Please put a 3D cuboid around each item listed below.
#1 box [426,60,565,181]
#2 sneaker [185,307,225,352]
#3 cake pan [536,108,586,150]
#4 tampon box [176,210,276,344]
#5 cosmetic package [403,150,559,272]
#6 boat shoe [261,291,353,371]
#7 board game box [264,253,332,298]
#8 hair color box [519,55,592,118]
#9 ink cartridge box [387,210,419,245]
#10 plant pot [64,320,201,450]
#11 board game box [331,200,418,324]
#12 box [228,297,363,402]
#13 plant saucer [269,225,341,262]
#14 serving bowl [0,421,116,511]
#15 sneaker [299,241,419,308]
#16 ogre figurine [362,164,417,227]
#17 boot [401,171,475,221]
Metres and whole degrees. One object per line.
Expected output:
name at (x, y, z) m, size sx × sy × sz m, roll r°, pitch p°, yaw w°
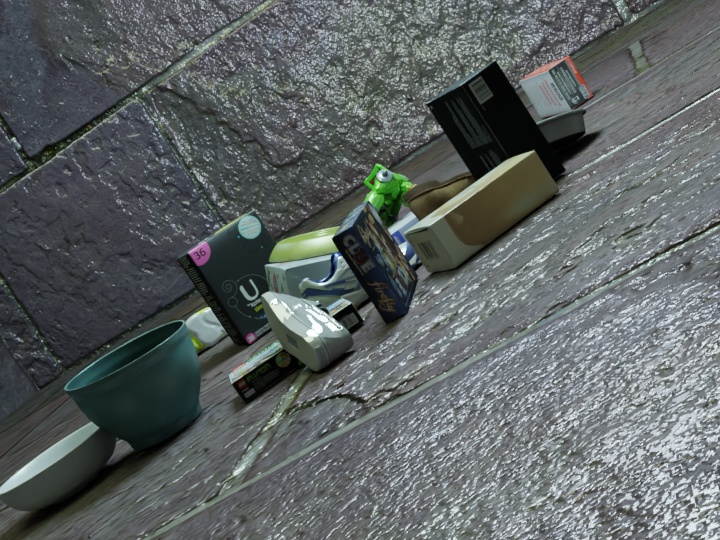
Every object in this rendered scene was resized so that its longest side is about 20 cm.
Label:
box at (0.206, -0.207, 1.799) m, size 0.079 × 0.200 × 0.141 m, roll -37°, pitch 9°, yaw -20°
sneaker at (-0.357, 0.142, 2.426) m, size 0.200 × 0.076 × 0.105 m, roll -36°, pitch 7°, yaw -13°
cake pan at (0.290, -0.212, 1.953) m, size 0.200 × 0.037 × 0.200 m, roll -23°, pitch -4°, yaw -2°
tampon box at (-0.215, 0.015, 2.153) m, size 0.150 × 0.200 × 0.126 m, roll -36°, pitch 8°, yaw -18°
cosmetic package at (0.170, -0.083, 1.651) m, size 0.200 × 0.071 × 0.105 m, roll -36°, pitch 7°, yaw -20°
boat shoe at (-0.072, 0.069, 1.561) m, size 0.068 × 0.072 × 0.200 m, roll -24°, pitch 21°, yaw -19°
board game box at (-0.068, 0.008, 1.931) m, size 0.147 × 0.064 × 0.200 m, roll -12°, pitch 5°, yaw -13°
hair color box at (0.416, -0.390, 2.503) m, size 0.061 × 0.102 × 0.200 m, roll -34°, pitch 8°, yaw -6°
ink cartridge box at (0.072, -0.065, 2.083) m, size 0.200 × 0.042 × 0.119 m, roll -34°, pitch 5°, yaw -33°
plant pot at (-0.318, 0.181, 1.741) m, size 0.200 × 0.134 × 0.200 m, roll -27°, pitch 11°, yaw 6°
board game box at (0.023, -0.016, 1.597) m, size 0.035 × 0.136 × 0.200 m, roll -31°, pitch 8°, yaw 13°
box at (-0.094, 0.111, 1.656) m, size 0.200 × 0.035 × 0.110 m, roll -34°, pitch 7°, yaw -7°
plant saucer at (-0.064, -0.051, 2.026) m, size 0.200 × 0.031 × 0.200 m, roll -13°, pitch 7°, yaw 1°
serving bowl at (-0.452, 0.306, 1.786) m, size 0.200 × 0.066 × 0.200 m, roll -33°, pitch 8°, yaw 5°
sneaker at (0.000, 0.000, 1.780) m, size 0.200 × 0.088 × 0.075 m, roll -33°, pitch 5°, yaw -14°
ogre figurine at (0.042, -0.128, 2.174) m, size 0.200 × 0.098 × 0.120 m, roll 14°, pitch -78°, yaw -55°
boot at (0.160, -0.123, 2.026) m, size 0.200 × 0.076 × 0.074 m, roll -21°, pitch -13°, yaw -41°
